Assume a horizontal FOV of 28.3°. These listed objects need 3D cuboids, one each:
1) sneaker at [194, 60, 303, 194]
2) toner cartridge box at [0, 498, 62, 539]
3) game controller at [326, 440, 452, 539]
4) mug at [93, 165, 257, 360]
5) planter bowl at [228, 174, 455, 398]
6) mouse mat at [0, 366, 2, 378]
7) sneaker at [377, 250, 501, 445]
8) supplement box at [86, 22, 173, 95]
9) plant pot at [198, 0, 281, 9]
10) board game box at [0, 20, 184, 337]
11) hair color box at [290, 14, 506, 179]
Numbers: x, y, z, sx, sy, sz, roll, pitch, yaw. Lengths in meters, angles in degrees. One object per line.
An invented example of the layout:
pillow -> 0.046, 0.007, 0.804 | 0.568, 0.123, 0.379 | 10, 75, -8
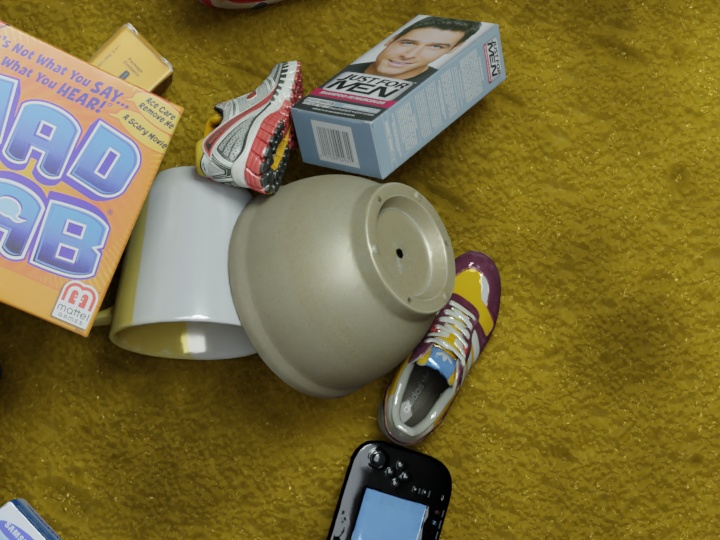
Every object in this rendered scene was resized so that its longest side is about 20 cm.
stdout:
sneaker -> -0.099, -0.141, 1.312 | 0.081, 0.201, 0.079 | 7, 119, 8
toner cartridge box -> -0.255, 0.291, 1.275 | 0.043, 0.095, 0.200 | -43, 89, -10
game controller -> 0.017, 0.264, 1.331 | 0.103, 0.042, 0.203 | 17, 83, -2
mug -> -0.170, -0.010, 1.304 | 0.184, 0.149, 0.155 | 3, 74, -12
planter bowl -> 0.000, 0.000, 1.270 | 0.199, 0.134, 0.203 | 25, 55, -41
mouse mat -> -0.439, 0.108, 1.285 | 0.161, 0.008, 0.200 | 42, 101, -8
sneaker -> 0.082, 0.073, 1.340 | 0.074, 0.090, 0.202 | 25, 82, -3
supplement box -> -0.266, -0.137, 1.347 | 0.067, 0.069, 0.200 | 44, 82, 0
plant pot -> -0.097, -0.354, 1.326 | 0.198, 0.200, 0.185 | -16, 87, -7
board game box -> -0.291, -0.084, 1.198 | 0.198, 0.200, 0.202 | 24, 87, -17
hair color box -> 0.038, -0.164, 1.318 | 0.200, 0.098, 0.061 | -40, 131, -37
